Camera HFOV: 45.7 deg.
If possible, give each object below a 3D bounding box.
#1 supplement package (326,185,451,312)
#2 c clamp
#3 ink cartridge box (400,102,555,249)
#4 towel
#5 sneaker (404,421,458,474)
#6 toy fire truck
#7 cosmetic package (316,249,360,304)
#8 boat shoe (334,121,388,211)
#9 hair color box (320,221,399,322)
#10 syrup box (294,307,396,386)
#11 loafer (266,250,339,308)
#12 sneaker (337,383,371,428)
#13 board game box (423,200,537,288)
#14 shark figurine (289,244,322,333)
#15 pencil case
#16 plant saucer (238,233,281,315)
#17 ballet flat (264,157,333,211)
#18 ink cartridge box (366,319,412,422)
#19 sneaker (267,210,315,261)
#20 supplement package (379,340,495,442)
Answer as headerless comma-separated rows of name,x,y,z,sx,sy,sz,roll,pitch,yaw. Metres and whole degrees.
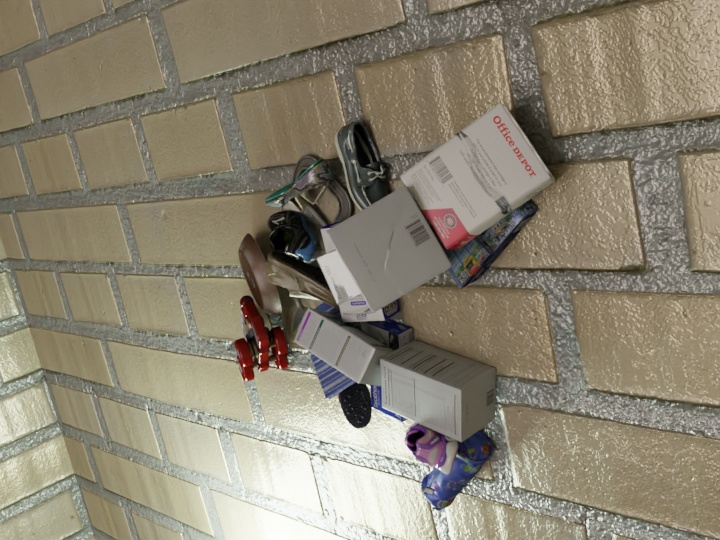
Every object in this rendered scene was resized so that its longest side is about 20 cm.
supplement package,0.049,-0.034,1.444,0.152,0.150,0.200,60,-178,1
c clamp,-0.086,-0.134,1.780,0.200,0.027,0.171,53,138,15
ink cartridge box,0.189,-0.148,1.368,0.200,0.084,0.145,-35,80,17
towel,-0.049,0.153,1.804,0.145,0.024,0.201,-35,60,26
sneaker,0.126,0.318,1.652,0.200,0.088,0.081,-111,33,-76
toy fire truck,-0.249,0.152,2.008,0.200,0.112,0.168,98,150,-59
cosmetic package,0.030,-0.020,1.604,0.199,0.074,0.102,-26,88,16
boat shoe,0.013,-0.187,1.615,0.062,0.073,0.201,-30,80,53
hair color box,0.000,0.000,1.709,0.109,0.065,0.201,-5,102,38
syrup box,-0.033,0.153,1.727,0.200,0.079,0.082,29,97,38
loafer,-0.110,0.028,1.793,0.199,0.076,0.068,30,118,9
sneaker,-0.022,0.249,1.842,0.082,0.070,0.201,83,169,-68
board game box,0.176,-0.108,1.483,0.200,0.062,0.200,51,137,16
shark figurine,-0.151,0.019,1.875,0.128,0.089,0.215,37,132,35
pencil case,0.184,0.392,1.688,0.078,0.087,0.200,61,141,33
plant saucer,-0.234,0.015,1.940,0.201,0.037,0.201,58,163,30
ballet flat,-0.123,-0.158,1.746,0.200,0.072,0.072,-28,86,45
ink cartridge box,0.064,0.203,1.761,0.094,0.044,0.201,19,121,43
sneaker,-0.158,-0.081,1.809,0.200,0.082,0.071,47,121,57
supplement package,0.146,0.225,1.631,0.199,0.109,0.114,18,119,41
